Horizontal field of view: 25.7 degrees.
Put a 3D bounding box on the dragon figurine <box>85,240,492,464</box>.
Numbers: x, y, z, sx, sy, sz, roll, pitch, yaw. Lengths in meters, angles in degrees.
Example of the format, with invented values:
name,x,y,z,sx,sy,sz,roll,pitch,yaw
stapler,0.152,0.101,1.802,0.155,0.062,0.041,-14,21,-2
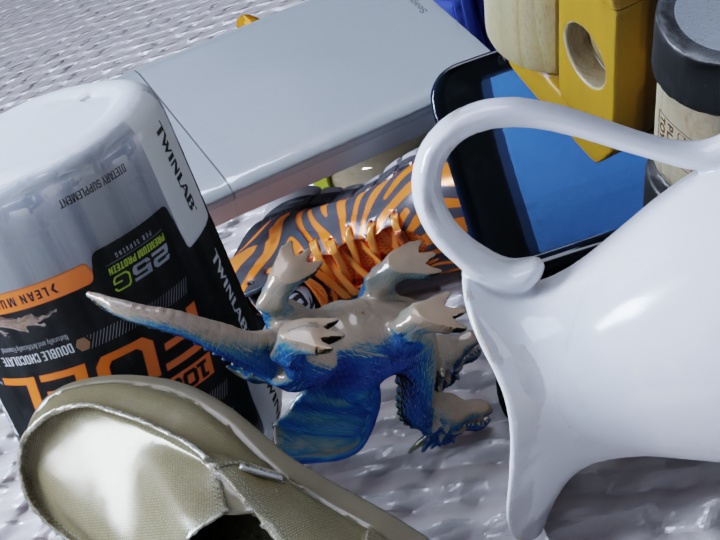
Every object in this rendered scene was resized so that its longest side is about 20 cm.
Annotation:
name,x,y,z,sx,sy,sz,roll,pitch,yaw
dragon figurine,-0.018,0.042,0.665,0.198,0.100,0.059,-7,48,-28

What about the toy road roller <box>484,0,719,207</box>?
name,x,y,z,sx,sy,sz,roll,pitch,yaw
toy road roller,0.155,-0.118,0.693,0.145,0.124,0.200,-28,54,-15

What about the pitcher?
name,x,y,z,sx,sy,sz,roll,pitch,yaw
pitcher,0.129,-0.003,0.594,0.198,0.173,0.121,-18,18,13

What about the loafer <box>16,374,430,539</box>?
name,x,y,z,sx,sy,sz,roll,pitch,yaw
loafer,-0.057,0.097,0.591,0.198,0.077,0.067,19,18,26

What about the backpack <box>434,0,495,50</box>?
name,x,y,z,sx,sy,sz,roll,pitch,yaw
backpack,0.094,-0.207,1.098,0.199,0.164,0.168,20,55,41

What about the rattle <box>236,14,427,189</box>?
name,x,y,z,sx,sy,sz,roll,pitch,yaw
rattle,0.044,-0.135,1.013,0.198,0.144,0.130,-23,3,16

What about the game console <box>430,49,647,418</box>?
name,x,y,z,sx,sy,sz,roll,pitch,yaw
game console,0.140,-0.042,0.732,0.198,0.119,0.171,-19,25,11

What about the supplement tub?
name,x,y,z,sx,sy,sz,roll,pitch,yaw
supplement tub,-0.111,0.027,0.713,0.121,0.202,0.123,-19,23,8

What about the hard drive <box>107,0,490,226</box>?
name,x,y,z,sx,sy,sz,roll,pitch,yaw
hard drive,-0.032,-0.106,0.918,0.198,0.027,0.132,-25,47,-19

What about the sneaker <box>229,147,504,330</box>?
name,x,y,z,sx,sy,sz,roll,pitch,yaw
sneaker,0.000,0.000,0.851,0.199,0.078,0.112,-15,27,42
